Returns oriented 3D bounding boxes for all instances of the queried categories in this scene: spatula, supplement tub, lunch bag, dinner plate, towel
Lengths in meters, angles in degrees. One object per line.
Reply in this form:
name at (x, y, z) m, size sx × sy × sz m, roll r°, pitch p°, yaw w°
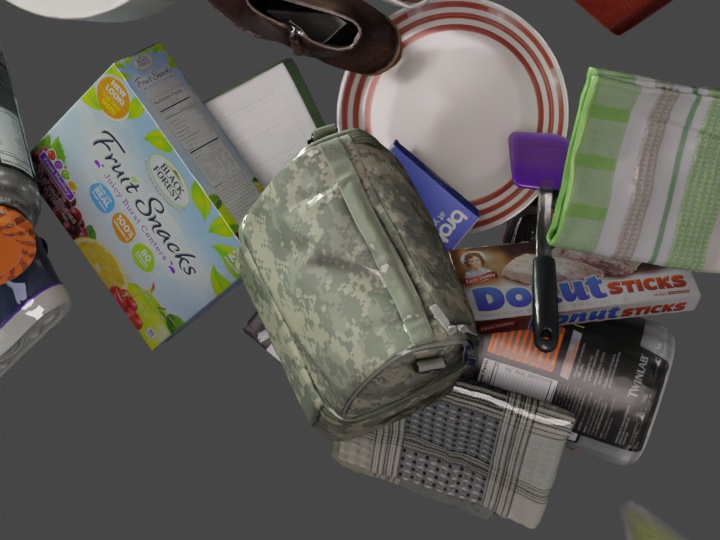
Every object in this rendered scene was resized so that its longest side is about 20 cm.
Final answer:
spatula at (0.147, -0.026, 1.428) m, size 0.056 × 0.021 × 0.201 m, roll 2°, pitch 65°, yaw -1°
supplement tub at (0.150, 0.076, 1.485) m, size 0.199 × 0.123 × 0.123 m, roll 18°, pitch 99°, yaw 5°
lunch bag at (0.002, 0.010, 1.333) m, size 0.139 × 0.168 × 0.201 m, roll -21°, pitch 72°, yaw -15°
supplement tub at (-0.335, -0.090, 1.488) m, size 0.122 × 0.123 × 0.201 m, roll -24°, pitch 60°, yaw 9°
dinner plate at (0.078, -0.130, 1.511) m, size 0.199 × 0.024 × 0.202 m, roll 0°, pitch 91°, yaw 15°
towel at (0.254, -0.074, 1.421) m, size 0.199 × 0.031 × 0.150 m, roll 7°, pitch 101°, yaw -22°
towel at (0.070, 0.145, 1.484) m, size 0.191 × 0.200 × 0.035 m, roll 17°, pitch 58°, yaw 5°

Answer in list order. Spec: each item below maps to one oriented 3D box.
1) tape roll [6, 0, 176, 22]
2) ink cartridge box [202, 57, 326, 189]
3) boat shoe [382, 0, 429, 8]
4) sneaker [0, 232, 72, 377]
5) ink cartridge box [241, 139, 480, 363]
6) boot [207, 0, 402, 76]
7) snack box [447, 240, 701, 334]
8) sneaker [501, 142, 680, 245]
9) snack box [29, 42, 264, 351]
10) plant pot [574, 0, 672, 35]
tape roll at (-0.223, -0.307, 1.480) m, size 0.201 × 0.139 × 0.204 m, roll 1°, pitch 96°, yaw 7°
ink cartridge box at (-0.062, -0.067, 1.526) m, size 0.103 × 0.059 × 0.201 m, roll -26°, pitch 95°, yaw 9°
boat shoe at (-0.025, -0.272, 1.463) m, size 0.199 × 0.070 × 0.071 m, roll 29°, pitch 113°, yaw -13°
sneaker at (-0.360, 0.026, 1.574) m, size 0.200 × 0.081 × 0.147 m, roll -39°, pitch 82°, yaw 14°
ink cartridge box at (0.000, 0.000, 1.477) m, size 0.094 × 0.044 × 0.200 m, roll 40°, pitch 100°, yaw -3°
boot at (-0.063, -0.218, 1.448) m, size 0.199 × 0.166 × 0.073 m, roll 25°, pitch 96°, yaw 14°
snack box at (0.171, 0.008, 1.448) m, size 0.198 × 0.024 × 0.072 m, roll -6°, pitch 55°, yaw -15°
sneaker at (0.194, -0.066, 1.478) m, size 0.200 × 0.095 × 0.079 m, roll -43°, pitch 93°, yaw 11°
snack box at (-0.171, -0.060, 1.499) m, size 0.168 × 0.068 × 0.201 m, roll -36°, pitch 90°, yaw 42°
plant pot at (0.214, -0.299, 1.405) m, size 0.200 × 0.200 × 0.176 m, roll 41°, pitch 109°, yaw 1°
